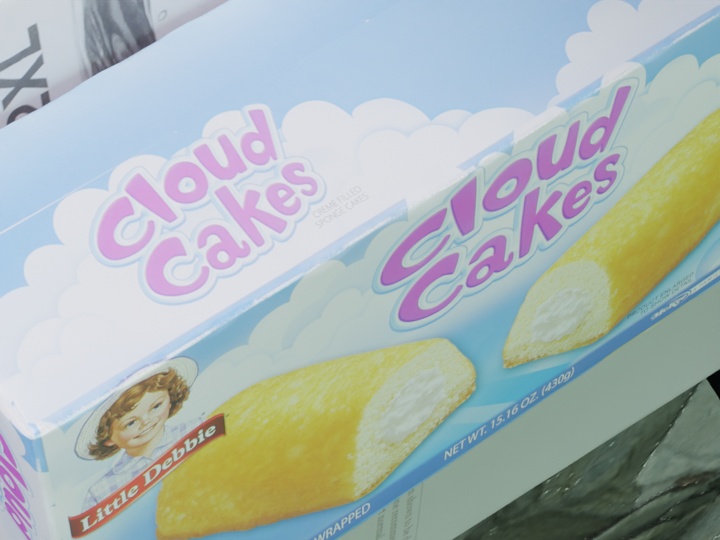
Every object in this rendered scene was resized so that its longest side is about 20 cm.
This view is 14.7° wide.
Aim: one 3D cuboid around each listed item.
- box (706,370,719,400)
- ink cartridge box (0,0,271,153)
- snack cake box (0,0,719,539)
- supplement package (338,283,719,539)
[{"bbox_3d":[0.179,-0.003,0.874,0.124,0.197,0.200,-24,149,-7],"label":"box"},{"bbox_3d":[-0.060,-0.057,0.623,0.200,0.084,0.145,-31,151,-20],"label":"ink cartridge box"},{"bbox_3d":[-0.001,-0.007,0.608,0.200,0.067,0.115,-32,152,-19],"label":"snack cake box"},{"bbox_3d":[0.000,0.000,0.749,0.200,0.117,0.117,-30,150,-22],"label":"supplement package"}]
